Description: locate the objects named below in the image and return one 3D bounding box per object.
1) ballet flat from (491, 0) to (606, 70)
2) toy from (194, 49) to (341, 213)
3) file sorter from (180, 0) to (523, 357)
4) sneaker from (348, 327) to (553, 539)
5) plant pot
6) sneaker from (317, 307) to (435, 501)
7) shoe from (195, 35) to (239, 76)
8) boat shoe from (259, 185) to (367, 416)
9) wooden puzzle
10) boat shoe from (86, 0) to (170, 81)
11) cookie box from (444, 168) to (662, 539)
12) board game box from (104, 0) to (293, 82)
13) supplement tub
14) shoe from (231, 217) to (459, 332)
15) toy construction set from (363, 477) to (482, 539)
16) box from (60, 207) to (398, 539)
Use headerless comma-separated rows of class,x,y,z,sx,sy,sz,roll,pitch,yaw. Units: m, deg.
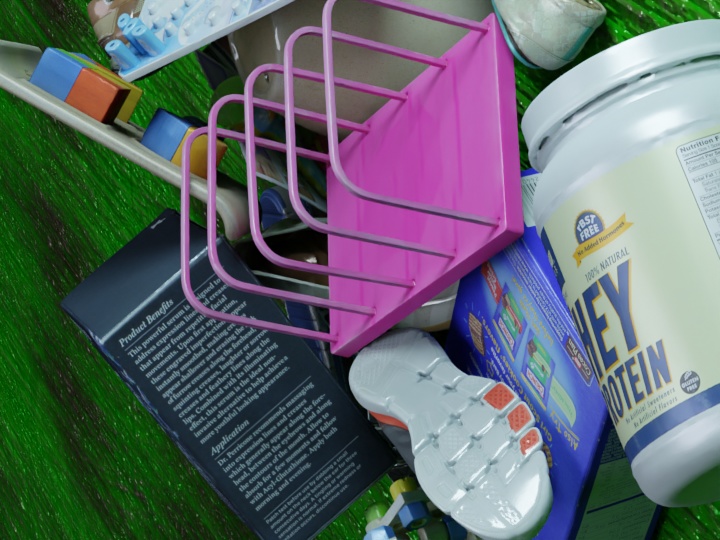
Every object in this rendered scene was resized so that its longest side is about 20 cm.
ballet flat,0.088,-0.209,1.332,0.062,0.067,0.201,-40,65,35
toy,-0.028,-0.089,1.586,0.047,0.200,0.116,-39,58,19
file sorter,-0.013,-0.057,1.350,0.200,0.125,0.140,-37,49,51
sneaker,0.065,0.108,1.361,0.082,0.077,0.200,59,175,-37
plant pot,-0.010,-0.166,1.481,0.200,0.133,0.202,167,90,-68
sneaker,0.035,0.070,1.619,0.090,0.078,0.201,-4,-108,-82
shoe,-0.047,-0.130,1.691,0.072,0.091,0.200,49,177,28
boat shoe,-0.013,0.028,1.684,0.072,0.072,0.202,20,126,64
wooden puzzle,-0.146,-0.096,1.513,0.199,0.046,0.185,34,-176,0
boat shoe,-0.102,-0.213,1.599,0.072,0.199,0.076,54,172,3
cookie box,0.120,0.065,1.366,0.201,0.075,0.172,101,149,-46
board game box,-0.061,-0.225,1.436,0.199,0.026,0.201,-22,37,33
supplement tub,0.168,-0.003,1.108,0.145,0.144,0.201,123,130,-62
shoe,0.000,0.000,1.534,0.199,0.053,0.071,5,80,32
toy construction set,0.041,0.203,1.570,0.200,0.130,0.093,127,127,-63
box,-0.090,0.073,1.544,0.200,0.107,0.148,52,172,-17
